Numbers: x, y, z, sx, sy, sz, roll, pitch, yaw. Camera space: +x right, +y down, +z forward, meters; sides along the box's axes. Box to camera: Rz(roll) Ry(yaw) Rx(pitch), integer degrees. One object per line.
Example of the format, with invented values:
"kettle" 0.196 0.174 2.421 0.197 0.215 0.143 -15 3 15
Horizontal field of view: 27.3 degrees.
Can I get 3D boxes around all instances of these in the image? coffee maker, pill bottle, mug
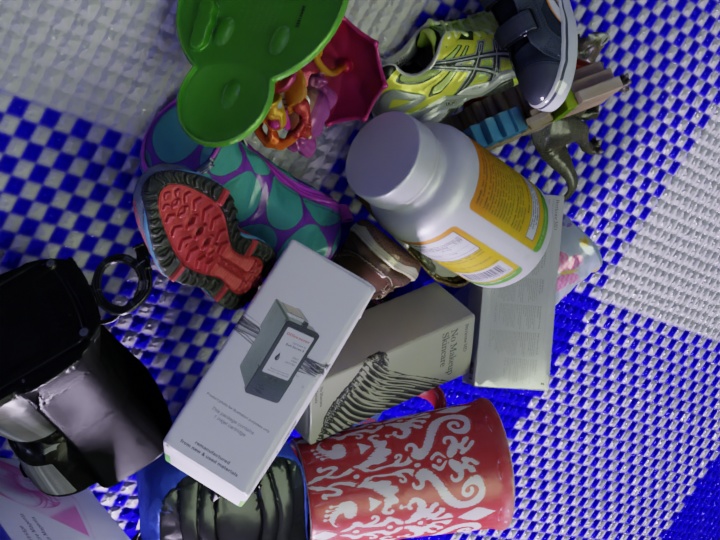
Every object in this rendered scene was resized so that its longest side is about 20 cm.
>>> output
"coffee maker" -0.228 0.090 1.216 0.192 0.135 0.200 -11 151 9
"pill bottle" 0.078 -0.067 1.340 0.200 0.111 0.111 29 99 -46
"mug" 0.031 0.199 1.476 0.200 0.178 0.134 -8 107 -13

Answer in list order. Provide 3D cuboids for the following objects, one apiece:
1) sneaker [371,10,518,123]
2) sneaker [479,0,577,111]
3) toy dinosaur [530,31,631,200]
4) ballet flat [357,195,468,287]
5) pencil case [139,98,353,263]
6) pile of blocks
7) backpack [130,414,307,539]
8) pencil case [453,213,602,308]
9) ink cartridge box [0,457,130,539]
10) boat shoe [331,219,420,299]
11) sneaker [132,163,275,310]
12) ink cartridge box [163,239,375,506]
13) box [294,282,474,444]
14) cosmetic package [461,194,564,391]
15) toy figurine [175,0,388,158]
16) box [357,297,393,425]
"sneaker" 0.094 -0.199 1.358 0.200 0.075 0.076 -36 139 -17
"sneaker" 0.142 -0.239 1.317 0.079 0.200 0.078 7 161 -24
"toy dinosaur" 0.208 -0.166 1.502 0.102 0.077 0.200 1 125 -28
"ballet flat" 0.062 -0.042 1.450 0.070 0.065 0.200 -32 141 17
"pencil case" -0.097 -0.069 1.280 0.092 0.085 0.200 -35 143 14
"pile of blocks" 0.143 -0.158 1.398 0.200 0.062 0.082 -24 175 8
"backpack" -0.142 0.223 1.399 0.162 0.168 0.200 -13 127 -22
"pencil case" 0.167 0.027 1.591 0.200 0.083 0.091 -43 126 -8
"ink cartridge box" -0.283 0.223 1.255 0.200 0.196 0.043 20 105 -49
"boat shoe" 0.005 0.004 1.362 0.075 0.075 0.202 -51 180 -2
"sneaker" -0.143 -0.031 1.158 0.079 0.095 0.200 -55 156 -11
"ink cartridge box" -0.079 0.089 1.249 0.200 0.084 0.146 -58 179 -14
"box" 0.014 0.089 1.454 0.200 0.068 0.082 -22 133 -28
"cosmetic package" 0.155 0.020 1.518 0.082 0.051 0.200 5 90 -11
"toy figurine" -0.049 -0.158 1.209 0.184 0.150 0.200 40 65 -60
"box" -0.031 0.084 1.494 0.200 0.038 0.137 14 111 -47
